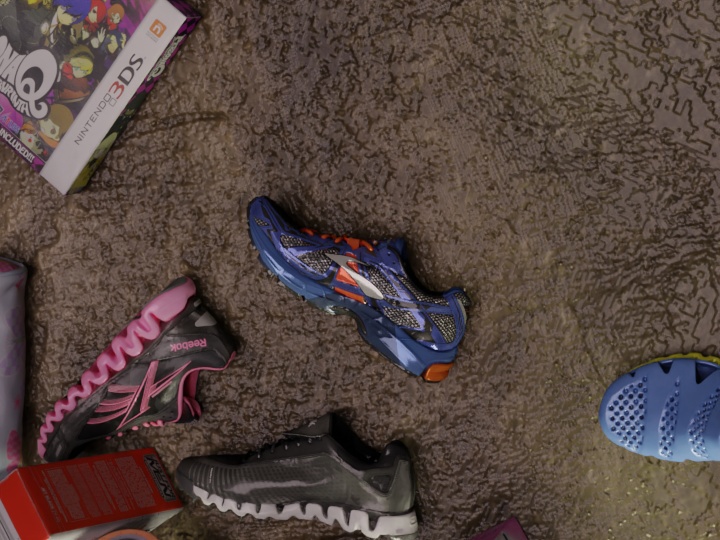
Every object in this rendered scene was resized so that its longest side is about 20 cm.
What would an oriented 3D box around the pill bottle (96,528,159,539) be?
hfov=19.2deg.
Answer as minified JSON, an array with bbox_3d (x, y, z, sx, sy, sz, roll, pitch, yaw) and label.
[{"bbox_3d":[-0.163,0.297,1.662,0.105,0.107,0.201,0,128,19],"label":"pill bottle"}]

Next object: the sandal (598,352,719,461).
[{"bbox_3d":[0.266,0.108,1.532,0.198,0.087,0.080,1,102,21],"label":"sandal"}]

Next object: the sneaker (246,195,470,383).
[{"bbox_3d":[0.000,0.000,1.621,0.199,0.075,0.079,34,100,2],"label":"sneaker"}]

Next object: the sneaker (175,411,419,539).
[{"bbox_3d":[-0.046,0.151,1.661,0.198,0.066,0.091,8,99,14],"label":"sneaker"}]

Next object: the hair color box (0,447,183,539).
[{"bbox_3d":[-0.233,0.194,1.655,0.101,0.200,0.062,-35,76,20],"label":"hair color box"}]

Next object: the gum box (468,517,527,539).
[{"bbox_3d":[0.124,0.300,1.599,0.066,0.113,0.201,-30,89,21],"label":"gum box"}]

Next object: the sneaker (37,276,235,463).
[{"bbox_3d":[-0.176,0.101,1.697,0.095,0.079,0.200,43,111,-5],"label":"sneaker"}]

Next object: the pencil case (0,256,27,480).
[{"bbox_3d":[-0.315,0.087,1.727,0.082,0.091,0.202,8,101,18],"label":"pencil case"}]

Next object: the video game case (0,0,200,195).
[{"bbox_3d":[-0.252,-0.192,1.686,0.200,0.036,0.182,41,108,9],"label":"video game case"}]
